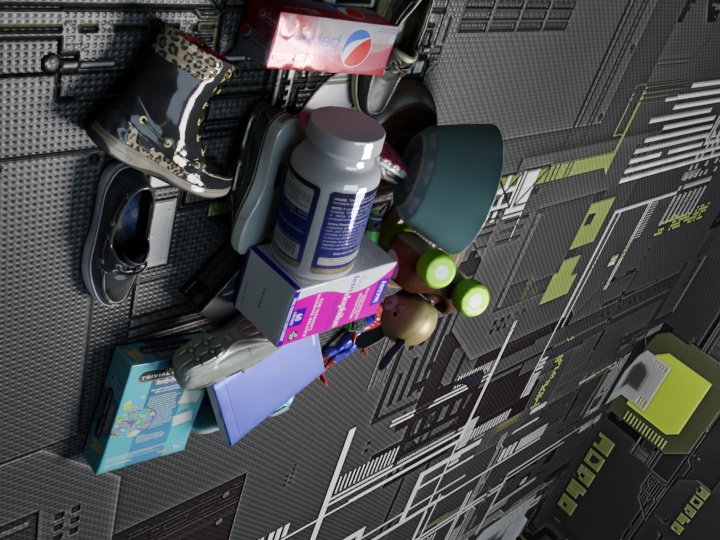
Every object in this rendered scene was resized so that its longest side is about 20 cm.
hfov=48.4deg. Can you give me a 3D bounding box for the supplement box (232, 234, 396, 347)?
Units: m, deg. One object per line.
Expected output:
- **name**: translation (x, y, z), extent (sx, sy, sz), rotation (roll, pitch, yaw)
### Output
- **supplement box**: translation (-0.061, 0.016, 1.119), extent (0.200, 0.103, 0.101), rotation (-18, 139, -45)

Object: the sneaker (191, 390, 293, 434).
- **sneaker**: translation (-0.181, 0.218, 1.309), extent (0.200, 0.080, 0.131), rotation (-36, 145, -19)

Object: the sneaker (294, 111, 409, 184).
- **sneaker**: translation (-0.024, -0.150, 1.103), extent (0.200, 0.074, 0.087), rotation (13, 126, -37)

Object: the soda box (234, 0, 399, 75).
- **soda box**: translation (-0.048, -0.281, 0.958), extent (0.200, 0.063, 0.070), rotation (-12, 133, -46)

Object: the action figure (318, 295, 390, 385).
- **action figure**: translation (-0.008, 0.123, 1.454), extent (0.200, 0.052, 0.065), rotation (-49, 145, -5)

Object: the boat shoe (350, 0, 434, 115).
- **boat shoe**: translation (0.044, -0.292, 1.057), extent (0.072, 0.066, 0.201), rotation (-11, 131, -43)

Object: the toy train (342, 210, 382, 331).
- **toy train**: translation (0.000, 0.000, 1.230), extent (0.042, 0.056, 0.200), rotation (1, 107, -29)

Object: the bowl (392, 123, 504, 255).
- **bowl**: translation (0.116, -0.132, 1.171), extent (0.105, 0.201, 0.201), rotation (15, 118, -14)

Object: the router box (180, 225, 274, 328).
- **router box**: translation (-0.139, 0.001, 1.154), extent (0.200, 0.052, 0.157), rotation (-47, 149, -4)

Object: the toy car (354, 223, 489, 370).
- **toy car**: translation (0.068, 0.054, 1.240), extent (0.158, 0.164, 0.200), rotation (38, 92, -30)

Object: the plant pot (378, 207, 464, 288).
- **plant pot**: translation (0.118, -0.039, 1.394), extent (0.201, 0.093, 0.201), rotation (-33, 145, -27)

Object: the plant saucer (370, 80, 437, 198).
- **plant saucer**: translation (0.049, -0.188, 1.209), extent (0.200, 0.032, 0.200), rotation (-31, 143, -26)

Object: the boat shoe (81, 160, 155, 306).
- **boat shoe**: translation (-0.275, -0.030, 0.939), extent (0.070, 0.066, 0.200), rotation (-12, 132, -45)

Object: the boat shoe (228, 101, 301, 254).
- **boat shoe**: translation (-0.133, -0.117, 1.025), extent (0.071, 0.064, 0.200), rotation (-21, 139, -56)

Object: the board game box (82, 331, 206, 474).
- **board game box**: translation (-0.301, 0.190, 1.157), extent (0.151, 0.047, 0.200), rotation (-6, 128, -48)

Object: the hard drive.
- **hard drive**: translation (-0.141, 0.161, 1.229), extent (0.200, 0.025, 0.132), rotation (-36, 135, -33)

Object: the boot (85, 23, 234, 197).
- **boot**: translation (-0.189, -0.172, 0.895), extent (0.200, 0.073, 0.151), rotation (21, 106, -51)

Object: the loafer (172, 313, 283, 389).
- **loafer**: translation (-0.168, 0.107, 1.121), extent (0.200, 0.070, 0.070), rotation (-20, 146, -24)

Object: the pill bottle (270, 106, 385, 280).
- **pill bottle**: translation (-0.040, -0.097, 1.009), extent (0.116, 0.116, 0.200), rotation (-17, 138, -41)
